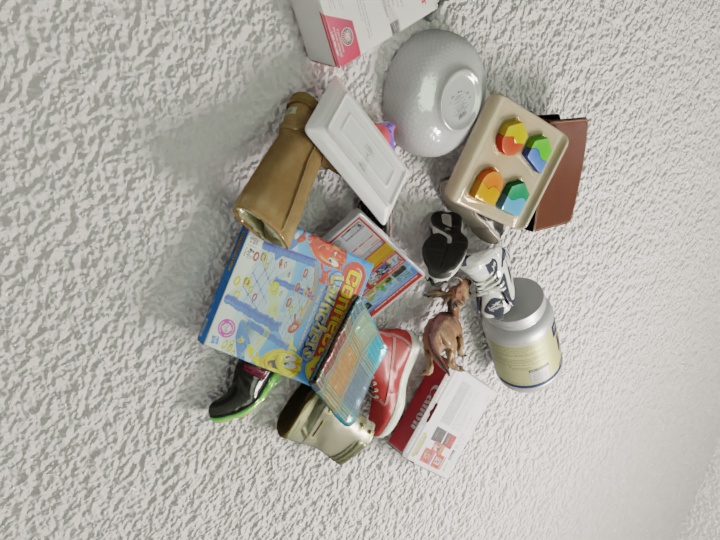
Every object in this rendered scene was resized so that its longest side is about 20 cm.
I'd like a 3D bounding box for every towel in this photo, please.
[{"bbox_3d":[-0.012,0.140,1.036,0.149,0.021,0.201,-63,156,-20],"label":"towel"}]

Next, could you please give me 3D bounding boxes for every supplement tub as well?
[{"bbox_3d":[0.326,0.130,1.410,0.144,0.144,0.203,-39,129,-21],"label":"supplement tub"}]

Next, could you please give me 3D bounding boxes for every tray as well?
[{"bbox_3d":[0.006,-0.170,0.996,0.200,0.022,0.109,47,58,-35],"label":"tray"}]

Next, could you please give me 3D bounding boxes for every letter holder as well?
[{"bbox_3d":[0.345,-0.193,1.324,0.140,0.100,0.205,-13,116,-39],"label":"letter holder"}]

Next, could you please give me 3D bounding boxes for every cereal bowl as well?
[{"bbox_3d":[0.134,-0.278,1.114,0.197,0.083,0.205,-17,117,-36],"label":"cereal bowl"}]

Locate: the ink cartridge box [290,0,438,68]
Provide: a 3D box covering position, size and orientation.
[{"bbox_3d":[0.003,-0.392,0.951,0.198,0.084,0.148,-36,128,-22],"label":"ink cartridge box"}]

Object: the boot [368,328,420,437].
[{"bbox_3d":[0.015,0.196,1.225,0.142,0.072,0.205,8,101,-36],"label":"boot"}]

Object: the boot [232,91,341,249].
[{"bbox_3d":[-0.076,-0.117,0.967,0.174,0.065,0.204,38,58,-32],"label":"boot"}]

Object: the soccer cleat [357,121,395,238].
[{"bbox_3d":[0.034,-0.133,1.103,0.073,0.067,0.205,-30,125,-39],"label":"soccer cleat"}]

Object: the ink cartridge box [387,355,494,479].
[{"bbox_3d":[0.148,0.278,1.359,0.175,0.083,0.203,36,83,-44],"label":"ink cartridge box"}]

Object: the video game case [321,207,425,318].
[{"bbox_3d":[0.000,0.000,1.117,0.142,0.018,0.199,-39,134,13],"label":"video game case"}]

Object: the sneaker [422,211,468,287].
[{"bbox_3d":[0.143,-0.009,1.187,0.202,0.074,0.118,-71,164,-59],"label":"sneaker"}]

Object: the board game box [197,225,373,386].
[{"bbox_3d":[-0.105,0.043,0.999,0.193,0.056,0.204,24,85,-23],"label":"board game box"}]

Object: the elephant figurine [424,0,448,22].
[{"bbox_3d":[0.166,-0.456,0.985,0.142,0.198,0.156,-50,132,-12],"label":"elephant figurine"}]

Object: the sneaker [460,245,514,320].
[{"bbox_3d":[0.238,0.028,1.275,0.199,0.078,0.133,-2,79,-72],"label":"sneaker"}]

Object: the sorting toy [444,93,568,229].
[{"bbox_3d":[0.255,-0.176,1.181,0.197,0.036,0.188,17,104,-35],"label":"sorting toy"}]

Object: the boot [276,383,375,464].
[{"bbox_3d":[-0.027,0.220,1.163,0.154,0.072,0.202,35,95,-30],"label":"boot"}]

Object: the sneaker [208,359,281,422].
[{"bbox_3d":[-0.160,0.145,1.056,0.200,0.076,0.084,-46,106,-14],"label":"sneaker"}]

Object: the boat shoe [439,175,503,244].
[{"bbox_3d":[0.204,-0.121,1.258,0.200,0.066,0.058,42,64,-43],"label":"boat shoe"}]

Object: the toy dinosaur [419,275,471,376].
[{"bbox_3d":[0.146,0.103,1.251,0.201,0.084,0.139,-57,144,-59],"label":"toy dinosaur"}]
